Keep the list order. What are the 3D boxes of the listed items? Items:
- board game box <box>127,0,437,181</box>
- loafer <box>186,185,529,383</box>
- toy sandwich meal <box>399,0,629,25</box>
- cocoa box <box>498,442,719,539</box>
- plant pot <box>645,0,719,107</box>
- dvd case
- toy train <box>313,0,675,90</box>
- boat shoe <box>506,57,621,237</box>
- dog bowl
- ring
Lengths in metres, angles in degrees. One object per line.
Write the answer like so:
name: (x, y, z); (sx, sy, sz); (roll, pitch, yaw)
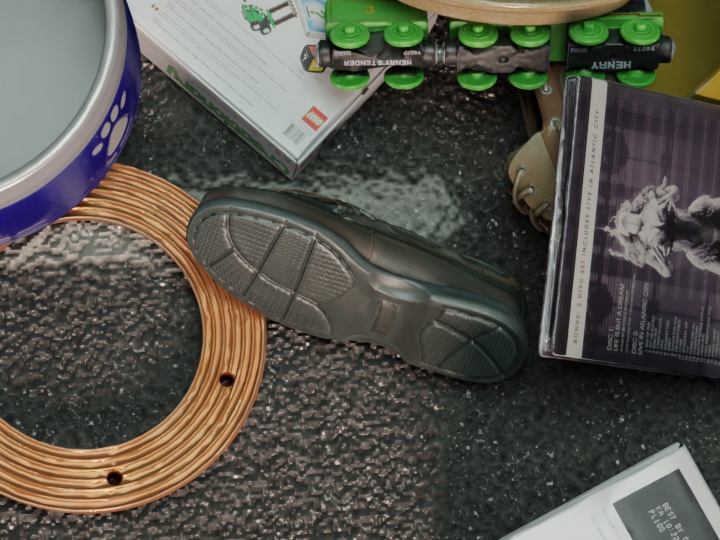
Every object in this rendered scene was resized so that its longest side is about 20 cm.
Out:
board game box: (-0.072, -0.162, 1.528); (0.200, 0.035, 0.126); (41, 72, 6)
loafer: (0.000, 0.000, 1.471); (0.199, 0.072, 0.063); (24, 38, -10)
toy sandwich meal: (0.074, -0.202, 1.499); (0.204, 0.071, 0.205); (3, 28, -2)
cocoa box: (0.147, 0.217, 1.384); (0.133, 0.131, 0.201); (-25, 77, -15)
plant pot: (0.265, -0.184, 1.511); (0.176, 0.200, 0.201); (6, 71, -17)
dvd case: (0.183, -0.017, 1.463); (0.199, 0.016, 0.149); (9, 85, -36)
toy train: (0.073, -0.129, 1.484); (0.199, 0.042, 0.057); (-1, 40, -1)
boat shoe: (0.116, -0.049, 1.504); (0.071, 0.076, 0.201); (0, 63, -5)
dog bowl: (-0.220, -0.115, 1.444); (0.199, 0.079, 0.201); (-2, 73, 6)
ring: (-0.151, 0.036, 1.460); (0.199, 0.019, 0.201); (2, 71, -7)
